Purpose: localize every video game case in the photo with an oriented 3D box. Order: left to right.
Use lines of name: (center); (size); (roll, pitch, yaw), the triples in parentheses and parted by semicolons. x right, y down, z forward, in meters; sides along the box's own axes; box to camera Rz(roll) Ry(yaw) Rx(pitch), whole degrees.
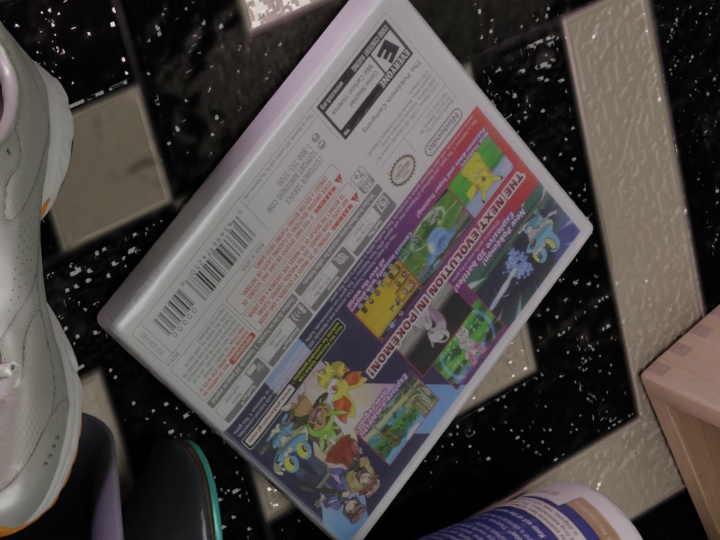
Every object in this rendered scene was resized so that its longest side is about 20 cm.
video game case: (0.000, 0.000, 0.945); (0.201, 0.023, 0.182); (-52, 125, -12)

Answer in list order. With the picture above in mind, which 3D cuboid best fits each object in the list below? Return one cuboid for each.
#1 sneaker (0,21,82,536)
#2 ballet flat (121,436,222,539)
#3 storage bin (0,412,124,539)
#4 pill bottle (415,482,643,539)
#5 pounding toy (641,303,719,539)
sneaker: (-0.148, -0.004, 0.752); (0.075, 0.092, 0.202); (-8, 68, 4)
ballet flat: (-0.094, 0.174, 0.904); (0.072, 0.073, 0.202); (-13, 113, -30)
storage bin: (-0.182, 0.149, 0.792); (0.198, 0.146, 0.135); (-9, 122, -5)
pill bottle: (0.039, 0.182, 0.969); (0.199, 0.111, 0.112); (-18, 113, -29)
pounding toy: (0.284, 0.108, 1.059); (0.142, 0.199, 0.185); (-38, 122, -19)
